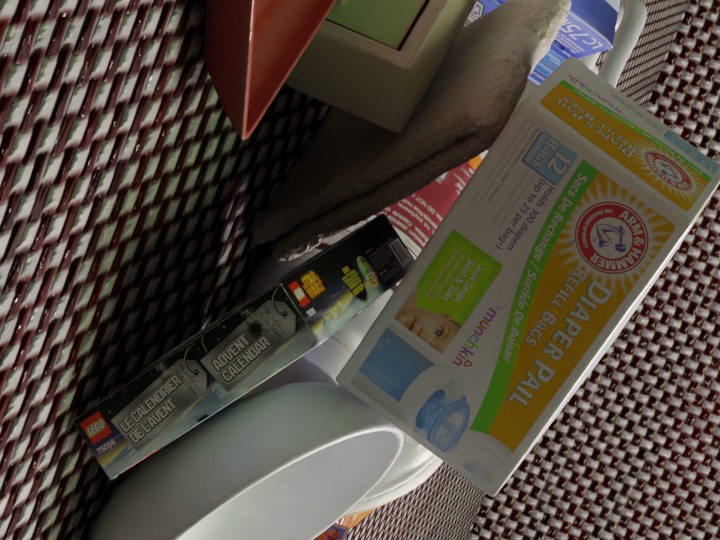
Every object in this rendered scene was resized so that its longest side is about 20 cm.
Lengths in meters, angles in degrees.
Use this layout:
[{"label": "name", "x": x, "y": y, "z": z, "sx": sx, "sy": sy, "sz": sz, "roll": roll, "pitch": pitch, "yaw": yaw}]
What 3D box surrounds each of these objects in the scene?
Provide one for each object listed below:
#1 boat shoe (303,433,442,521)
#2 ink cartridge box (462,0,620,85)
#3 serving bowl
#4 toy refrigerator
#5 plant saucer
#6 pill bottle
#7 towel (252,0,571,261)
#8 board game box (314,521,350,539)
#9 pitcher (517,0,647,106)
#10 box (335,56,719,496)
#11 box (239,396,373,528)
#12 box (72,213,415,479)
[{"label": "boat shoe", "x": 0.028, "y": 0.086, "z": 1.443, "sx": 0.200, "sy": 0.071, "sz": 0.070, "roll": -33, "pitch": 115, "yaw": -34}, {"label": "ink cartridge box", "x": 0.115, "y": -0.216, "z": 1.405, "sx": 0.119, "sy": 0.042, "sz": 0.201, "roll": 30, "pitch": 63, "yaw": -37}, {"label": "serving bowl", "x": -0.075, "y": 0.123, "z": 1.297, "sx": 0.200, "sy": 0.066, "sz": 0.200, "roll": -32, "pitch": 164, "yaw": -10}, {"label": "toy refrigerator", "x": 0.033, "y": -0.182, "z": 1.279, "sx": 0.200, "sy": 0.076, "sz": 0.070, "roll": -60, "pitch": 169, "yaw": -28}, {"label": "plant saucer", "x": -0.021, "y": -0.194, "z": 1.079, "sx": 0.200, "sy": 0.037, "sz": 0.200, "roll": -59, "pitch": 168, "yaw": -32}, {"label": "pill bottle", "x": 0.000, "y": 0.000, "z": 1.413, "sx": 0.200, "sy": 0.113, "sz": 0.113, "roll": -59, "pitch": 168, "yaw": -34}, {"label": "towel", "x": 0.029, "y": -0.081, "z": 1.313, "sx": 0.200, "sy": 0.034, "sz": 0.133, "roll": -27, "pitch": -155, "yaw": 43}, {"label": "board game box", "x": -0.076, "y": 0.192, "z": 1.411, "sx": 0.158, "sy": 0.039, "sz": 0.201, "roll": 39, "pitch": 71, "yaw": -41}, {"label": "pitcher", "x": 0.138, "y": -0.098, "z": 1.557, "sx": 0.172, "sy": 0.121, "sz": 0.200, "roll": -53, "pitch": -167, "yaw": 22}, {"label": "box", "x": 0.093, "y": 0.002, "z": 1.245, "sx": 0.200, "sy": 0.112, "sz": 0.101, "roll": -58, "pitch": 174, "yaw": 26}, {"label": "box", "x": -0.017, "y": 0.097, "z": 1.588, "sx": 0.200, "sy": 0.097, "sz": 0.125, "roll": -19, "pitch": 132, "yaw": -76}, {"label": "box", "x": -0.056, "y": 0.036, "z": 1.221, "sx": 0.137, "sy": 0.040, "sz": 0.200, "roll": -34, "pitch": -179, "yaw": 19}]
